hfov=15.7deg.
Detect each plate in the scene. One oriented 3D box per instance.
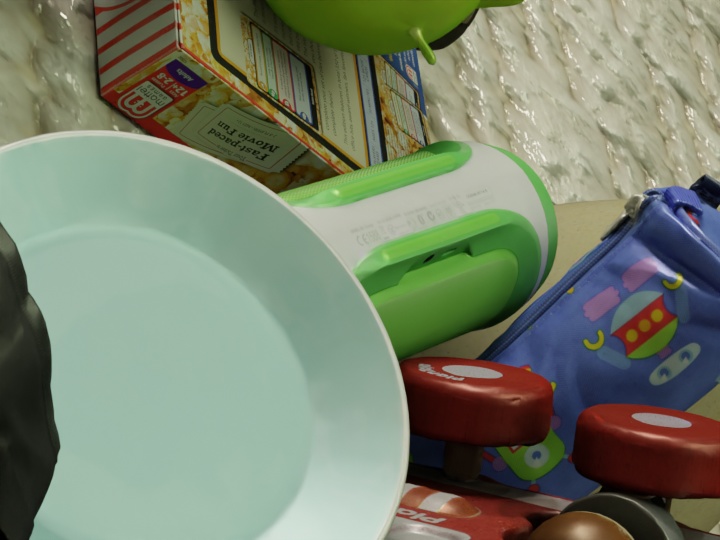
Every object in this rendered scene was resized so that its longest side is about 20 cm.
[{"bbox_3d":[-0.076,0.041,0.913,0.199,0.026,0.201,14,53,-20],"label":"plate"}]

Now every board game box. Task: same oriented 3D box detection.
[{"bbox_3d":[-0.040,-0.097,1.174,0.200,0.046,0.152,37,34,-42],"label":"board game box"}]

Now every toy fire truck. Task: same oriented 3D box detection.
[{"bbox_3d":[0.051,0.107,0.981,0.168,0.199,0.113,-9,109,-60],"label":"toy fire truck"}]

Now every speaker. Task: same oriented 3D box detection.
[{"bbox_3d":[0.000,0.000,1.068,0.199,0.088,0.089,-19,81,-53],"label":"speaker"}]

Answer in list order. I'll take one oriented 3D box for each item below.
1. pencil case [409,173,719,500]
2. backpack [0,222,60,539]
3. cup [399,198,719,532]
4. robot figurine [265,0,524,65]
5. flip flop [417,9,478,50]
[{"bbox_3d":[0.090,0.046,1.103,0.087,0.200,0.078,46,13,-9],"label":"pencil case"},{"bbox_3d":[-0.174,0.034,0.652,0.191,0.154,0.200,46,34,-13],"label":"backpack"},{"bbox_3d":[0.130,0.045,1.243,0.200,0.143,0.201,45,29,-33],"label":"cup"},{"bbox_3d":[0.005,-0.179,1.150,0.175,0.115,0.201,35,35,-32],"label":"robot figurine"},{"bbox_3d":[-0.013,-0.181,1.296,0.200,0.081,0.058,35,9,-41],"label":"flip flop"}]
